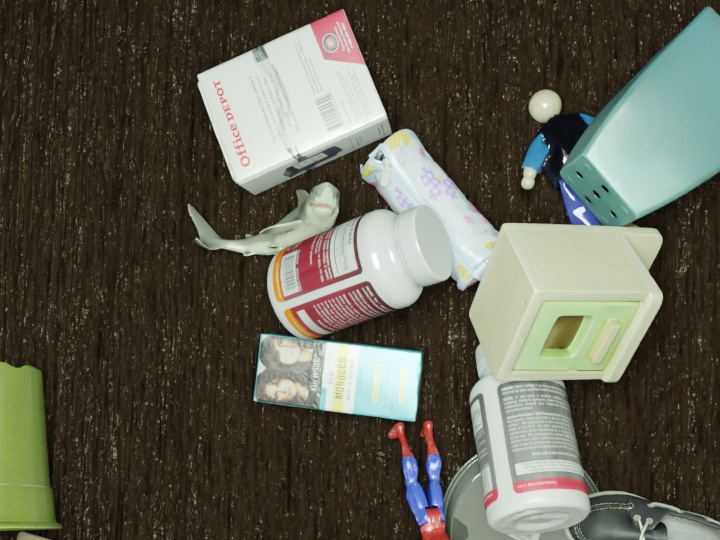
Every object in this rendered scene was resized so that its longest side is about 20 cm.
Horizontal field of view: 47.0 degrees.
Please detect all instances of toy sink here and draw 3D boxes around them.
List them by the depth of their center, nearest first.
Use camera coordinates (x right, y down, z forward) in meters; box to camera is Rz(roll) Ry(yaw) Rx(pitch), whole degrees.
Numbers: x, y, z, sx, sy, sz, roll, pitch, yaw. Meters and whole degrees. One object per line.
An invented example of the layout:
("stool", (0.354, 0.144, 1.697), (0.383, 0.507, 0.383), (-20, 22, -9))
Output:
("toy sink", (0.237, 0.038, 0.882), (0.196, 0.132, 0.113), (2, 41, -17))

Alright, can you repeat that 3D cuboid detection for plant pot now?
("plant pot", (0.329, -0.146, 0.907), (0.200, 0.141, 0.142), (-42, 87, -6))
("plant pot", (-0.455, 0.212, 0.992), (0.196, 0.200, 0.193), (-4, 73, 7))

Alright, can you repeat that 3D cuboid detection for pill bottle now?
("pill bottle", (0.179, 0.175, 0.909), (0.109, 0.111, 0.203), (-9, 58, 7))
("pill bottle", (0.000, 0.000, 0.940), (0.198, 0.112, 0.115), (-20, 82, 30))

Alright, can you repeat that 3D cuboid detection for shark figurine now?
("shark figurine", (-0.101, -0.063, 1.025), (0.211, 0.128, 0.091), (-14, 57, 24))

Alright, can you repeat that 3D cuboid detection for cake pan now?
("cake pan", (0.190, 0.303, 0.960), (0.196, 0.037, 0.204), (-1, 85, 8))

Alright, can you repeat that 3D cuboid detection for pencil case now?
("pencil case", (0.088, -0.073, 0.979), (0.083, 0.091, 0.201), (-40, 82, 1))

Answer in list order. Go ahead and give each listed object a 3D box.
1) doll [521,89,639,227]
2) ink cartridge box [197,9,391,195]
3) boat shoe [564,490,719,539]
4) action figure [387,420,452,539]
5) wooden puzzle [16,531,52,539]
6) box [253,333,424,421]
("doll", (0.252, -0.123, 0.981), (0.135, 0.048, 0.203), (-22, 82, -4))
("ink cartridge box", (-0.080, -0.202, 1.015), (0.197, 0.084, 0.147), (-23, 82, 4))
("boat shoe", (0.324, 0.292, 0.909), (0.197, 0.060, 0.075), (15, 82, -6))
("action figure", (0.073, 0.286, 0.944), (0.064, 0.100, 0.202), (0, 49, -15))
("wooden puzzle", (-0.358, 0.438, 1.026), (0.197, 0.037, 0.188), (12, 87, 13))
("box", (-0.025, 0.127, 0.998), (0.196, 0.049, 0.084), (5, 86, 8))
